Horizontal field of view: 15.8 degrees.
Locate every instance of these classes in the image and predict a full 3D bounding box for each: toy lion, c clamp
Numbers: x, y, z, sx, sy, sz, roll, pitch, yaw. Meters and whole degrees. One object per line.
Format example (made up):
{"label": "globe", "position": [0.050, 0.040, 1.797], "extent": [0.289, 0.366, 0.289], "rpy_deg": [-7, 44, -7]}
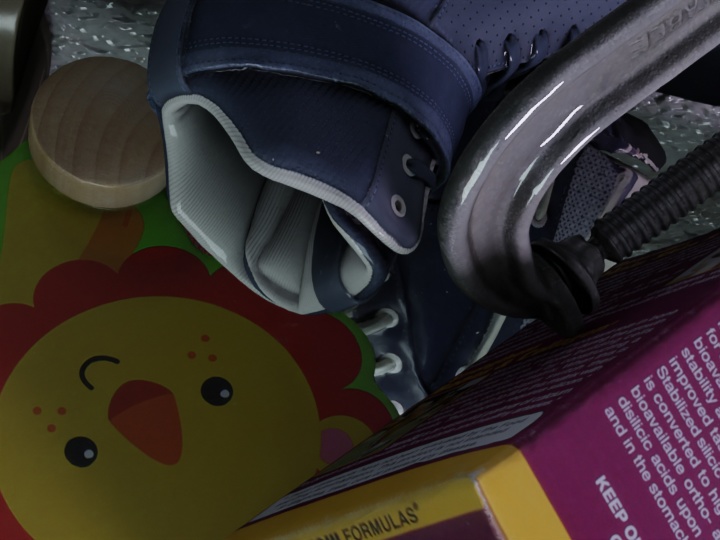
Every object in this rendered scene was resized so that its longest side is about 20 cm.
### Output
{"label": "toy lion", "position": [-0.094, 0.043, 0.758], "extent": [0.199, 0.192, 0.069], "rpy_deg": [-17, 155, -19]}
{"label": "c clamp", "position": [0.103, -0.043, 0.687], "extent": [0.027, 0.200, 0.171], "rpy_deg": [51, 164, 23]}

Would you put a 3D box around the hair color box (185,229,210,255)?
{"label": "hair color box", "position": [-0.114, 0.012, 1.006], "extent": [0.199, 0.061, 0.102], "rpy_deg": [9, 156, 4]}

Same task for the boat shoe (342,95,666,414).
{"label": "boat shoe", "position": [0.008, 0.020, 0.831], "extent": [0.093, 0.200, 0.075], "rpy_deg": [28, -177, -38]}

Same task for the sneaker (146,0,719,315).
{"label": "sneaker", "position": [0.034, -0.045, 0.714], "extent": [0.202, 0.147, 0.077], "rpy_deg": [19, 153, -22]}

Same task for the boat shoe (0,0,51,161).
{"label": "boat shoe", "position": [-0.141, -0.064, 0.849], "extent": [0.068, 0.072, 0.200], "rpy_deg": [16, 147, -2]}

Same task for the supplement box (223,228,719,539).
{"label": "supplement box", "position": [0.077, 0.065, 0.713], "extent": [0.131, 0.200, 0.103], "rpy_deg": [-25, 96, 52]}
